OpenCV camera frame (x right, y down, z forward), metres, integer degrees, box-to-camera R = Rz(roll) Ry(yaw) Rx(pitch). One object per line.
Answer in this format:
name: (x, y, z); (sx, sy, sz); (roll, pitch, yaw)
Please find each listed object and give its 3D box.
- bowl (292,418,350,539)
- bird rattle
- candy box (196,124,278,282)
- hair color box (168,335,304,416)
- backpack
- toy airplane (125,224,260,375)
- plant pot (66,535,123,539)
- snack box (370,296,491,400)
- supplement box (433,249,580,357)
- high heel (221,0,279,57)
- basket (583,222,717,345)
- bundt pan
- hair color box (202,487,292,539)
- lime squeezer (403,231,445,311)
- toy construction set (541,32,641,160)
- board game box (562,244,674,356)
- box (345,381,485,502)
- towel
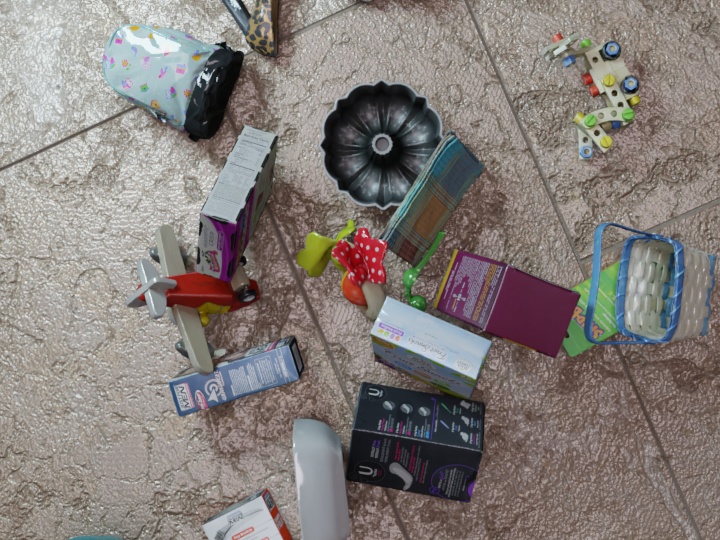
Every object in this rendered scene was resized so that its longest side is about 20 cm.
bowl: (-0.059, 0.328, 1.516); (0.074, 0.200, 0.203); (-7, 91, -3)
bird rattle: (0.000, 0.000, 1.527); (0.112, 0.199, 0.164); (-35, 117, -20)
candy box: (-0.187, -0.103, 1.509); (0.060, 0.137, 0.201); (18, 49, 3)
hair color box: (-0.194, 0.165, 1.570); (0.198, 0.100, 0.061); (-18, 94, 3)
backpack: (-0.304, -0.314, 1.571); (0.198, 0.127, 0.168); (25, 94, 6)
toy airplane: (-0.274, 0.046, 1.548); (0.198, 0.141, 0.201); (35, 48, -8)
plant pot: (-0.420, 0.499, 1.538); (0.198, 0.188, 0.203); (0, 90, 4)
snack box: (0.103, 0.123, 1.495); (0.167, 0.200, 0.068); (23, 74, 10)
supplement box: (0.214, 0.046, 1.485); (0.130, 0.200, 0.104); (21, 91, -18)
high heel: (-0.120, -0.445, 1.581); (0.199, 0.071, 0.143); (-38, 81, 20)
basket: (0.424, 0.030, 1.483); (0.198, 0.139, 0.179); (9, 90, -28)
bundt pan: (0.035, -0.195, 1.574); (0.199, 0.076, 0.205); (0, 90, 3)
hair color box: (-0.156, 0.466, 1.586); (0.110, 0.064, 0.202); (-26, 89, 4)
lime squeezer: (0.104, 0.036, 1.584); (0.070, 0.038, 0.202); (-5, 104, -3)
toy construction set: (0.363, -0.286, 1.555); (0.130, 0.092, 0.201); (-27, 99, 3)
board game box: (0.395, 0.049, 1.576); (0.199, 0.030, 0.096); (-30, 87, 0)
box: (0.085, 0.263, 1.530); (0.198, 0.107, 0.123); (10, 128, 2)
towel: (0.113, -0.106, 1.540); (0.022, 0.146, 0.201); (34, 92, 29)
